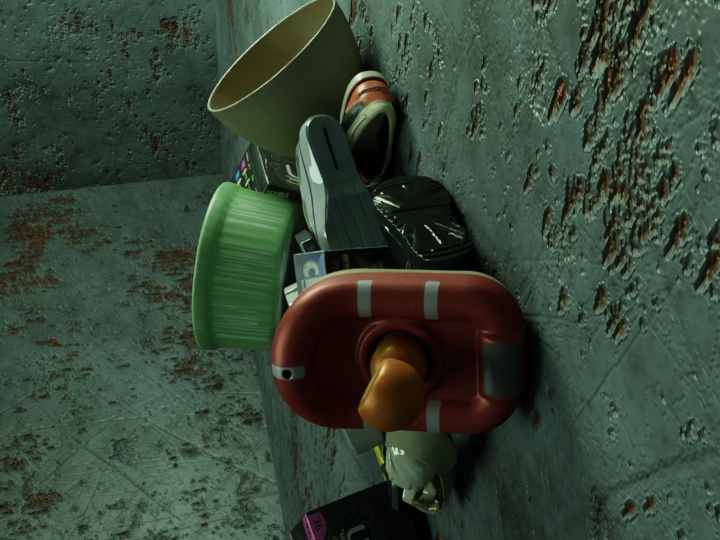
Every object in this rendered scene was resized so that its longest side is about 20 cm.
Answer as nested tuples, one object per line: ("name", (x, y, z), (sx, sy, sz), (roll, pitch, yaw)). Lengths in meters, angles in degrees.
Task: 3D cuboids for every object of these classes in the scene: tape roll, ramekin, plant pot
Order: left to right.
("ramekin", (-0.127, 0.001, 1.043), (0.200, 0.096, 0.203), (8, -90, -87))
("plant pot", (-0.070, -0.215, 1.073), (0.135, 0.200, 0.201), (48, -175, -27))
("tape roll", (-0.029, 0.103, 0.966), (0.203, 0.037, 0.205), (155, 91, -88))

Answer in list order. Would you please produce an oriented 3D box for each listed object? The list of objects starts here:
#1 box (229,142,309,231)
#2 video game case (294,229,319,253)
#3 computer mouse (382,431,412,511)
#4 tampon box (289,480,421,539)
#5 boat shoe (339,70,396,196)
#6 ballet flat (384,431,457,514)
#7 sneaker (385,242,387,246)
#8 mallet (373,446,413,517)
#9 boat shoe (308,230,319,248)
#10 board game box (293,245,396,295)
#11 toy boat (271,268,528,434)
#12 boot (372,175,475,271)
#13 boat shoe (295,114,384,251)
("box", (-0.123, -0.065, 1.268), (0.201, 0.147, 0.125), (-57, 34, 29))
("video game case", (-0.019, 0.053, 0.936), (0.143, 0.019, 0.202), (-137, 22, -81))
("computer mouse", (0.053, 0.199, 1.006), (0.200, 0.052, 0.140), (-99, 6, -72))
("tampon box", (-0.001, 0.368, 1.102), (0.200, 0.125, 0.151), (112, 137, -66))
("boat shoe", (0.003, -0.131, 0.999), (0.201, 0.070, 0.063), (104, 153, -49))
("ballet flat", (0.057, 0.187, 0.831), (0.201, 0.069, 0.070), (66, -172, -58))
("sneaker", (0.000, 0.000, 1.035), (0.200, 0.085, 0.081), (113, 149, -68))
("mallet", (0.030, 0.249, 1.170), (0.200, 0.041, 0.067), (-122, 24, -55))
("boat shoe", (-0.035, -0.049, 1.134), (0.070, 0.070, 0.202), (57, -135, -76))
("board game box", (0.012, 0.046, 0.838), (0.199, 0.034, 0.137), (-7, -90, -60))
("toy boat", (0.026, 0.075, 0.663), (0.131, 0.197, 0.132), (-59, -33, -67))
("boot", (0.063, 0.020, 0.807), (0.199, 0.072, 0.164), (-114, 15, -59))
("boat shoe", (-0.025, -0.067, 0.945), (0.067, 0.073, 0.202), (134, 128, -60))
